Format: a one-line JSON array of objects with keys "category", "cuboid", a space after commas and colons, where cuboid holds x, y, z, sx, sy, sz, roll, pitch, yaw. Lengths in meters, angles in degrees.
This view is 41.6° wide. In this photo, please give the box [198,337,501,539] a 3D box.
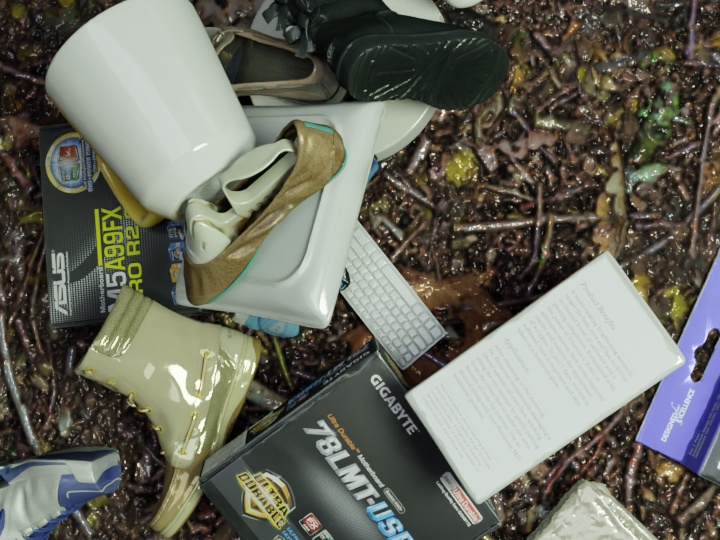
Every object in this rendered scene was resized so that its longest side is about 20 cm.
[{"category": "box", "cuboid": [-0.009, 0.198, 0.846, 0.197, 0.050, 0.201, -34, 102, 6]}]

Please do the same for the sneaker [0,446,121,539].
[{"category": "sneaker", "cuboid": [-0.319, 0.240, 0.919, 0.196, 0.080, 0.117, -11, 87, 15]}]

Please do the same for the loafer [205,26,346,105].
[{"category": "loafer", "cuboid": [-0.109, -0.195, 0.882, 0.197, 0.063, 0.073, 11, 91, 21]}]

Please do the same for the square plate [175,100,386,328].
[{"category": "square plate", "cuboid": [-0.081, -0.059, 0.839, 0.196, 0.028, 0.203, 6, 76, 39]}]

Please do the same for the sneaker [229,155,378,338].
[{"category": "sneaker", "cuboid": [-0.040, -0.025, 0.886, 0.089, 0.078, 0.201, 31, 99, -21]}]

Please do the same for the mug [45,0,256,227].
[{"category": "mug", "cuboid": [-0.167, -0.124, 0.832, 0.148, 0.187, 0.154, -34, 81, -8]}]

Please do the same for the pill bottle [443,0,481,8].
[{"category": "pill bottle", "cuboid": [0.046, -0.339, 0.871, 0.200, 0.114, 0.115, 40, 93, 24]}]

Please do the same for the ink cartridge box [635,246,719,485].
[{"category": "ink cartridge box", "cuboid": [0.372, 0.105, 0.826, 0.198, 0.043, 0.200, 24, 90, 12]}]

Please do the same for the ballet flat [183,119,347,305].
[{"category": "ballet flat", "cuboid": [-0.098, -0.052, 0.782, 0.200, 0.072, 0.068, -41, 52, 19]}]

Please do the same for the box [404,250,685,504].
[{"category": "box", "cuboid": [0.153, 0.090, 0.808, 0.199, 0.152, 0.107, -36, 80, 4]}]

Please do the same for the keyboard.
[{"category": "keyboard", "cuboid": [0.000, 0.000, 0.913, 0.056, 0.011, 0.201, -39, 81, 5]}]

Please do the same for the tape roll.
[{"category": "tape roll", "cuboid": [-0.013, -0.203, 0.919, 0.199, 0.037, 0.206, -1, 85, 10]}]

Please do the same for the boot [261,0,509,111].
[{"category": "boot", "cuboid": [0.019, -0.217, 0.845, 0.163, 0.196, 0.074, 53, 135, 36]}]

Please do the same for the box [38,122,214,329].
[{"category": "box", "cuboid": [-0.232, -0.049, 0.939, 0.158, 0.044, 0.203, -5, 85, 8]}]

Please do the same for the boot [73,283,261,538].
[{"category": "boot", "cuboid": [-0.196, 0.130, 0.876, 0.154, 0.073, 0.202, 24, 86, -15]}]

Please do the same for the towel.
[{"category": "towel", "cuboid": [0.185, 0.298, 0.846, 0.132, 0.034, 0.200, 43, 94, 12]}]
